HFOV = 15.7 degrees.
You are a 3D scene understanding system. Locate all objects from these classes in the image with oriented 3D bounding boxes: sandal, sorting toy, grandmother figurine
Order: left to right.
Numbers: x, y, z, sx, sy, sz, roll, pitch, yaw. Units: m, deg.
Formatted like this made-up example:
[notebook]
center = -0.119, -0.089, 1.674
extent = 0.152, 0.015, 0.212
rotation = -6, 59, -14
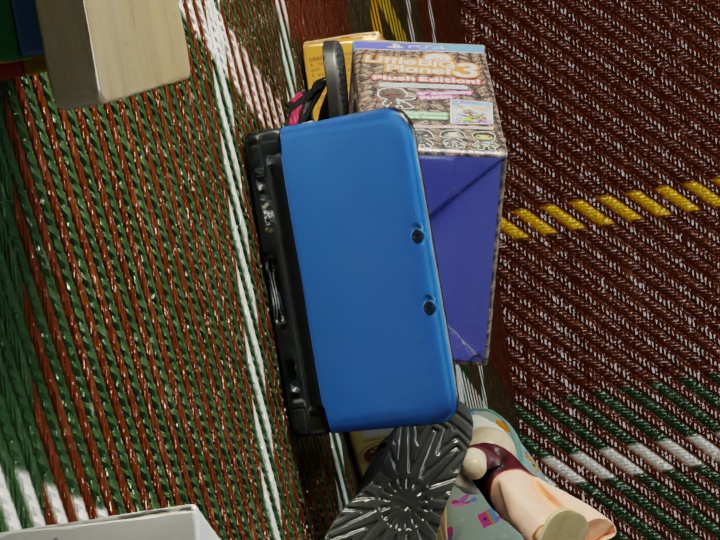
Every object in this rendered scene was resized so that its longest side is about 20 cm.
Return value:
[sorting toy]
center = -0.132, -0.164, 1.029
extent = 0.199, 0.069, 0.200
rotation = -51, 131, -81
[sandal]
center = -0.034, -0.093, 1.892
extent = 0.200, 0.045, 0.075
rotation = 98, -6, -60
[grandmother figurine]
center = 0.111, 0.153, 1.768
extent = 0.121, 0.061, 0.200
rotation = 54, -4, -29

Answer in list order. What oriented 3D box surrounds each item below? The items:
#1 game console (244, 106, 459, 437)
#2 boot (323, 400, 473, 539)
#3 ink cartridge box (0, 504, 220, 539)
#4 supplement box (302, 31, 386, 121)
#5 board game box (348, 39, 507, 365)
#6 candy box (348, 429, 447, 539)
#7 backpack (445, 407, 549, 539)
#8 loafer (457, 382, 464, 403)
[game console]
center = 0.000, 0.000, 1.695
extent = 0.171, 0.118, 0.200
rotation = -25, 107, -83
[boot]
center = 0.011, 0.172, 1.765
extent = 0.165, 0.066, 0.200
rotation = -57, -178, -16
[ink cartridge box]
center = -0.074, 0.190, 0.990
extent = 0.200, 0.083, 0.145
rotation = 67, 16, -64
[supplement box]
center = 0.003, -0.083, 2.038
extent = 0.067, 0.069, 0.200
rotation = 2, 77, -85
[board game box]
center = 0.040, -0.050, 1.817
extent = 0.200, 0.097, 0.160
rotation = -95, -172, -65
[candy box]
center = 0.024, 0.114, 2.000
extent = 0.117, 0.056, 0.200
rotation = -91, 168, -50
[backpack]
center = 0.100, 0.212, 2.110
extent = 0.200, 0.167, 0.127
rotation = -101, 174, -48
[loafer]
center = 0.075, 0.158, 2.320
extent = 0.063, 0.072, 0.200
rotation = -101, 178, -81
